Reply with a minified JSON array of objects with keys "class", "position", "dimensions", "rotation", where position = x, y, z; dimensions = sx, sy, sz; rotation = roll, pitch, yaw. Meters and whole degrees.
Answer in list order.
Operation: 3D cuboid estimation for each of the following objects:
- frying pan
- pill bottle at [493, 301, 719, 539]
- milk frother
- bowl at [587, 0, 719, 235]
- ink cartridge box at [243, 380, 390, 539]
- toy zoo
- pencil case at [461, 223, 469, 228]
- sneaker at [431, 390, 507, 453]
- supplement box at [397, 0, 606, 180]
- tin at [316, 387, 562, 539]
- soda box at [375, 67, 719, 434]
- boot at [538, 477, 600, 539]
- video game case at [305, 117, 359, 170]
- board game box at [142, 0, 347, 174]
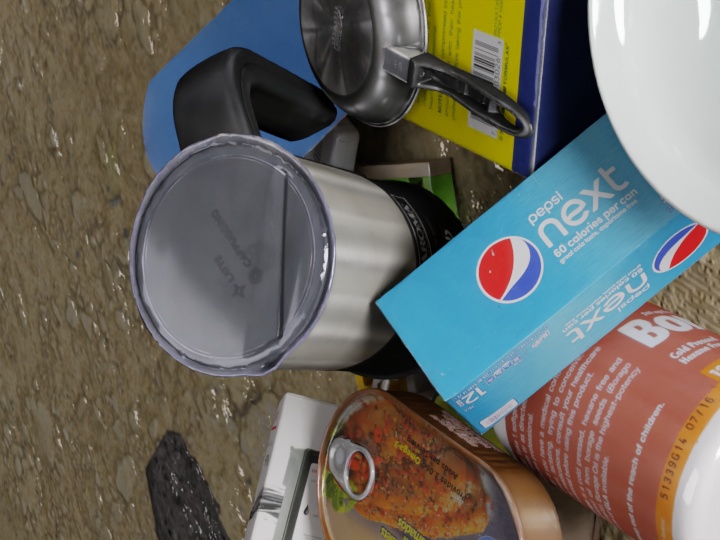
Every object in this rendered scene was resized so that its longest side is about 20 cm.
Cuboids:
[{"class":"frying pan","position":[0.015,-0.105,0.759],"dimensions":[0.191,0.031,0.115],"rotation":[61,147,27]},{"class":"pill bottle","position":[0.140,0.072,0.757],"dimensions":[0.199,0.111,0.114],"rotation":[29,126,48]},{"class":"milk frother","position":[-0.070,0.002,0.785],"dimensions":[0.200,0.188,0.181],"rotation":[-42,69,17]},{"class":"bowl","position":[0.199,-0.114,0.601],"dimensions":[0.200,0.090,0.204],"rotation":[9,101,47]},{"class":"ink cartridge box","position":[-0.035,0.149,0.944],"dimensions":[0.116,0.067,0.203],"rotation":[125,159,-80]},{"class":"toy zoo","position":[0.031,0.026,0.987],"dimensions":[0.131,0.020,0.203],"rotation":[4,105,56]},{"class":"pencil case","position":[0.000,0.000,0.914],"dimensions":[0.198,0.083,0.092],"rotation":[16,77,34]},{"class":"sneaker","position":[0.052,0.132,0.928],"dimensions":[0.075,0.077,0.200],"rotation":[36,147,2]},{"class":"supplement box","position":[0.072,-0.140,0.780],"dimensions":[0.199,0.108,0.111],"rotation":[32,128,47]},{"class":"tin","position":[0.040,0.141,0.802],"dimensions":[0.199,0.041,0.113],"rotation":[32,108,53]},{"class":"soda box","position":[0.110,-0.013,0.702],"dimensions":[0.068,0.199,0.064],"rotation":[53,-176,29]},{"class":"boot","position":[0.061,0.193,0.889],"dimensions":[0.070,0.144,0.202],"rotation":[-123,36,-47]},{"class":"video game case","position":[-0.060,-0.062,1.067],"dimensions":[0.182,0.023,0.202],"rotation":[54,143,45]},{"class":"board game box","position":[-0.056,-0.123,0.972],"dimensions":[0.200,0.039,0.158],"rotation":[-44,52,4]}]
